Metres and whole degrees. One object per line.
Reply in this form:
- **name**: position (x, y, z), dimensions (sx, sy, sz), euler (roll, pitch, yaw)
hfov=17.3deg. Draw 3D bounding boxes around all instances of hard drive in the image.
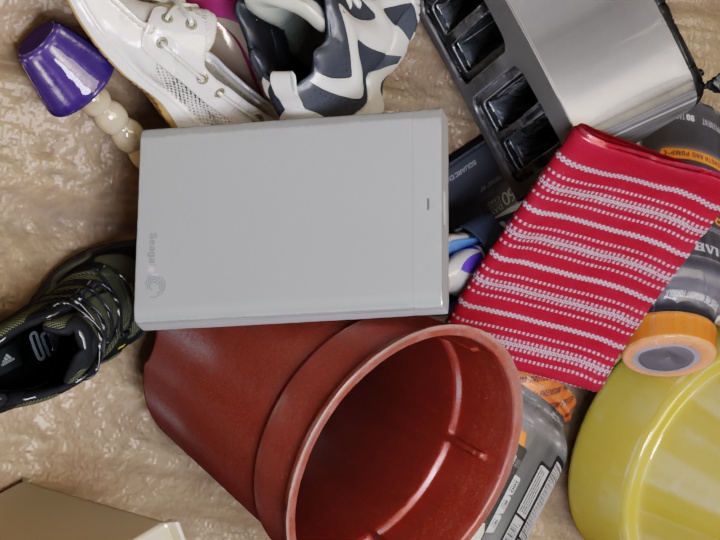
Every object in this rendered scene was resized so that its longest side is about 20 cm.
- **hard drive**: position (-0.044, -0.032, 1.515), dimensions (0.026, 0.200, 0.132), euler (53, 35, -69)

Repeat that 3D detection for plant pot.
- **plant pot**: position (0.293, 0.163, 1.811), dimensions (0.201, 0.189, 0.201), euler (-22, 125, -36)
- **plant pot**: position (-0.031, 0.089, 1.582), dimensions (0.201, 0.195, 0.201), euler (-23, 128, -34)

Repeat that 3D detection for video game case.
- **video game case**: position (0.134, -0.017, 1.817), dimensions (0.143, 0.019, 0.200), euler (-34, 112, -28)

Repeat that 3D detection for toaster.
- **toaster**: position (0.141, -0.160, 1.678), dimensions (0.119, 0.200, 0.181), euler (-28, 88, -20)

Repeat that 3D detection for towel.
- **towel**: position (0.157, -0.005, 1.640), dimensions (0.145, 0.022, 0.200), euler (17, 120, -28)

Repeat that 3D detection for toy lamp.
- **toy lamp**: position (-0.151, -0.088, 1.589), dimensions (0.200, 0.058, 0.058), euler (45, 69, -31)

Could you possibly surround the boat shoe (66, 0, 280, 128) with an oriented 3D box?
- **boat shoe**: position (-0.125, -0.151, 1.563), dimensions (0.069, 0.071, 0.200), euler (-35, 123, 12)

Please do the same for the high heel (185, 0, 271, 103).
- **high heel**: position (-0.087, -0.135, 1.623), dimensions (0.200, 0.067, 0.096), euler (40, 61, -44)

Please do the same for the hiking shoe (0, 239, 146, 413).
- **hiking shoe**: position (-0.185, 0.044, 1.549), dimensions (0.200, 0.101, 0.076), euler (-34, 113, -28)

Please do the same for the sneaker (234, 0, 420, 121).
- **sneaker**: position (-0.024, -0.178, 1.581), dimensions (0.130, 0.079, 0.199), euler (53, 48, -54)

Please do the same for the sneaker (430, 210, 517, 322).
- **sneaker**: position (0.125, -0.013, 1.672), dimensions (0.146, 0.200, 0.081), euler (-22, 89, -49)

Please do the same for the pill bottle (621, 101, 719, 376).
- **pill bottle**: position (0.228, -0.023, 1.786), dimensions (0.106, 0.106, 0.200), euler (21, 57, -34)

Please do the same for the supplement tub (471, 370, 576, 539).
- **supplement tub**: position (0.071, 0.160, 1.726), dimensions (0.123, 0.123, 0.200), euler (37, 73, -31)

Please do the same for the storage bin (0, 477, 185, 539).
- **storage bin**: position (-0.174, 0.248, 1.516), dimensions (0.094, 0.200, 0.199), euler (-29, 110, -32)

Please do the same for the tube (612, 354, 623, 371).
- **tube**: position (0.197, 0.053, 1.833), dimensions (0.200, 0.052, 0.058), euler (6, 134, -40)
